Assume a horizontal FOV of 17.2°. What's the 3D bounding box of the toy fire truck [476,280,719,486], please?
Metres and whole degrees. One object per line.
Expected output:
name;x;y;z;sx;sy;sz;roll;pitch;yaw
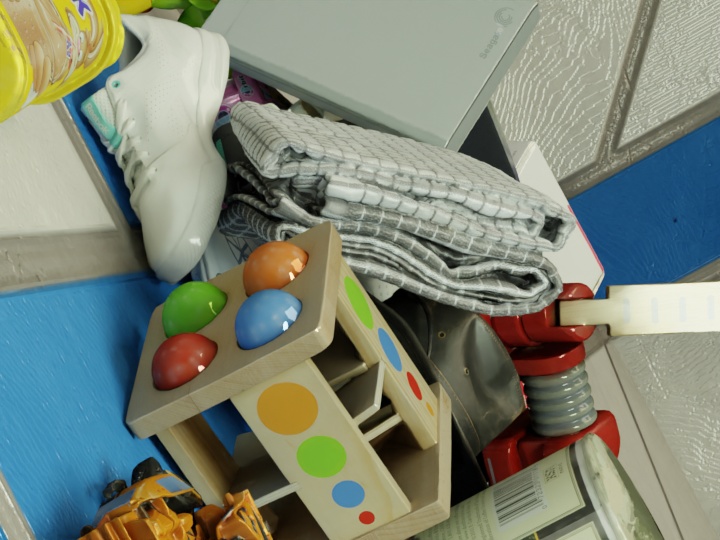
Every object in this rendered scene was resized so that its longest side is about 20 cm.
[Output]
toy fire truck;0.146;0.072;1.622;0.128;0.199;0.177;-30;110;-47

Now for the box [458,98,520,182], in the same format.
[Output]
box;0.020;-0.158;1.797;0.200;0.123;0.199;-110;176;-56

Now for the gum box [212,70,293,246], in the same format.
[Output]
gum box;-0.059;-0.065;1.771;0.114;0.066;0.200;66;12;19

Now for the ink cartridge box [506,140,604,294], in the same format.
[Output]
ink cartridge box;0.072;-0.022;1.899;0.147;0.199;0.083;57;49;-33

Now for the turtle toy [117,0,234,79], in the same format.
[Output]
turtle toy;-0.132;-0.231;1.721;0.201;0.145;0.101;62;-10;2

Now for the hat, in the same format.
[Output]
hat;0.052;0.068;1.549;0.201;0.081;0.201;49;-21;26

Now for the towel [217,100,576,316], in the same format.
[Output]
towel;0.014;-0.034;1.480;0.199;0.086;0.166;12;9;-17

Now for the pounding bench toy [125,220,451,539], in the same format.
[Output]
pounding bench toy;-0.039;0.054;1.365;0.156;0.124;0.200;56;17;-23

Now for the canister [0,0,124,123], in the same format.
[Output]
canister;-0.206;-0.148;1.259;0.149;0.086;0.200;59;13;-8

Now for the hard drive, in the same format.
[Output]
hard drive;0.005;-0.166;1.634;0.199;0.132;0.026;25;-21;20

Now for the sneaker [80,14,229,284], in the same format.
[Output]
sneaker;-0.135;-0.080;1.497;0.088;0.075;0.201;20;45;-25

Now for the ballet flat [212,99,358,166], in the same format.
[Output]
ballet flat;-0.038;-0.087;1.636;0.200;0.073;0.073;-14;75;-58

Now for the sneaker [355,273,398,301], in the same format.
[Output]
sneaker;0.000;0.000;1.649;0.074;0.080;0.201;29;-48;34

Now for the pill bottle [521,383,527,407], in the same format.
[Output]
pill bottle;0.071;0.108;1.814;0.113;0.112;0.200;62;11;6

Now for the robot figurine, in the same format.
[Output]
robot figurine;-0.077;0.157;1.151;0.145;0.058;0.200;63;11;4

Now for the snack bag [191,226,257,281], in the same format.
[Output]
snack bag;-0.058;0.051;1.567;0.189;0.021;0.200;51;15;-42

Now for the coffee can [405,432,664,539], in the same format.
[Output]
coffee can;0.080;0.204;1.385;0.147;0.199;0.146;58;12;-19
